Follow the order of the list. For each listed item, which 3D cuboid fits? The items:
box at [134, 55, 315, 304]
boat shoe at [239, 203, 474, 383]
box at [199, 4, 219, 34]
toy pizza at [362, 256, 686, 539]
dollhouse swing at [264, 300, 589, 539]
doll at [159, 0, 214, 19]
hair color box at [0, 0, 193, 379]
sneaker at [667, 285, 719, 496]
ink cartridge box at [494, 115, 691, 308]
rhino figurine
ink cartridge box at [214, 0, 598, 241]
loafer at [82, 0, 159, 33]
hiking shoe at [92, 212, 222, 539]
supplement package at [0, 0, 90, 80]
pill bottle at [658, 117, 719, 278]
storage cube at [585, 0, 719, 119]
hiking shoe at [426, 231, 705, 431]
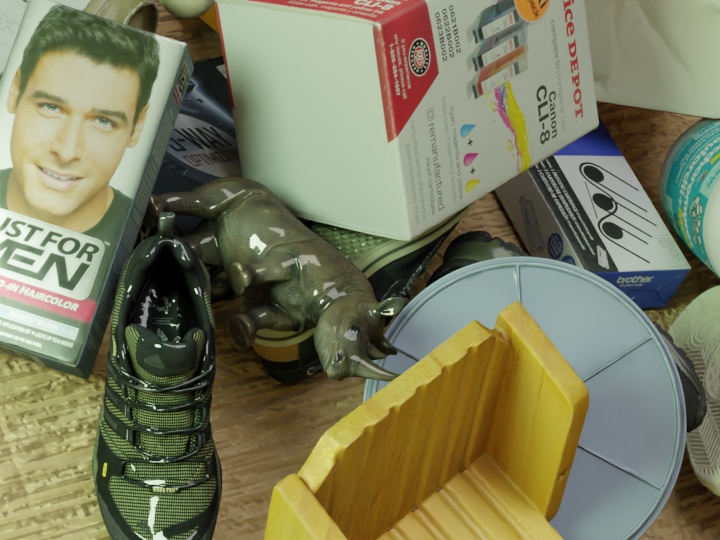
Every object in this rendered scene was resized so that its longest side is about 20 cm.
[{"bbox_3d":[-0.081,-0.067,1.550,0.199,0.044,0.160,-19,59,-41],"label":"box"},{"bbox_3d":[0.000,0.000,1.488,0.074,0.062,0.200,23,49,33],"label":"boat shoe"},{"bbox_3d":[-0.048,-0.187,1.640,0.119,0.042,0.200,-8,29,-30],"label":"box"},{"bbox_3d":[0.100,0.092,1.434,0.199,0.032,0.201,1,79,-4],"label":"toy pizza"},{"bbox_3d":[0.072,0.166,1.289,0.176,0.182,0.200,38,52,24],"label":"dollhouse swing"},{"bbox_3d":[-0.077,-0.211,1.584,0.136,0.049,0.200,9,28,25],"label":"doll"},{"bbox_3d":[-0.176,-0.048,1.371,0.099,0.061,0.201,17,80,4],"label":"hair color box"},{"bbox_3d":[0.255,0.093,1.559,0.084,0.075,0.200,36,30,-24],"label":"sneaker"},{"bbox_3d":[0.147,-0.060,1.665,0.094,0.044,0.200,-2,48,-32],"label":"ink cartridge box"},{"bbox_3d":[-0.042,0.007,1.391,0.087,0.060,0.200,-21,46,-38],"label":"rhino figurine"},{"bbox_3d":[0.033,-0.131,1.486,0.144,0.146,0.200,13,32,40],"label":"ink cartridge box"},{"bbox_3d":[-0.158,-0.082,1.448,0.067,0.076,0.201,14,78,11],"label":"loafer"},{"bbox_3d":[-0.116,0.072,1.307,0.075,0.101,0.201,-3,74,-2],"label":"hiking shoe"},{"bbox_3d":[-0.238,-0.149,1.496,0.109,0.114,0.200,36,40,8],"label":"supplement package"},{"bbox_3d":[0.279,-0.040,1.609,0.110,0.111,0.200,18,11,-11],"label":"pill bottle"},{"bbox_3d":[0.185,-0.225,1.702,0.199,0.172,0.180,8,22,-2],"label":"storage cube"},{"bbox_3d":[0.122,0.063,1.504,0.199,0.076,0.101,29,57,15],"label":"hiking shoe"}]
